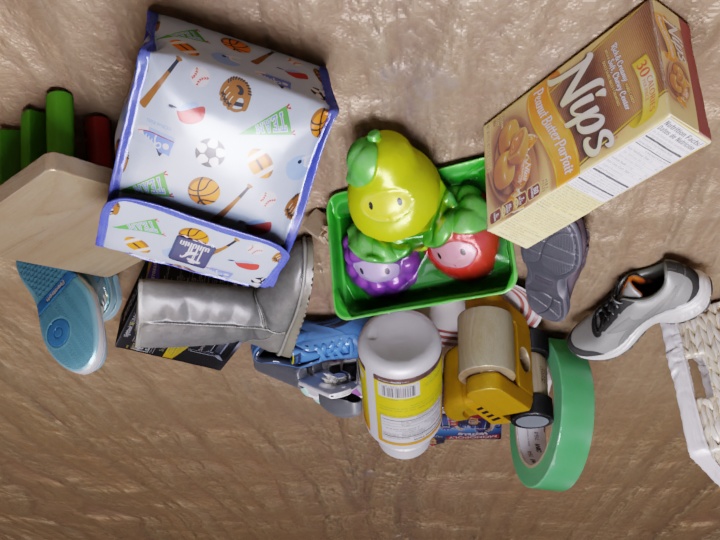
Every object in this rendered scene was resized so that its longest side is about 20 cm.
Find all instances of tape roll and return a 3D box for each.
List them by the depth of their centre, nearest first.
[{"bbox_3d":[0.258,0.196,1.170,0.047,0.205,0.201,7,151,-9],"label":"tape roll"}]

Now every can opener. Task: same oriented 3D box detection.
[{"bbox_3d":[-0.078,0.153,1.186,0.052,0.068,0.198,-16,-157,-40],"label":"can opener"}]

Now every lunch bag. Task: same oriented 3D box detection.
[{"bbox_3d":[-0.126,-0.085,0.725,0.166,0.125,0.203,15,119,-16],"label":"lunch bag"}]

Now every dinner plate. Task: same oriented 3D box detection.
[{"bbox_3d":[0.137,0.050,1.109,0.195,0.025,0.201,1,150,1],"label":"dinner plate"}]

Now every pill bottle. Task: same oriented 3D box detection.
[{"bbox_3d":[0.054,0.156,1.117,0.106,0.111,0.203,0,133,5],"label":"pill bottle"}]

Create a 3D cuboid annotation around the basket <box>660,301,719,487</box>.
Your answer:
[{"bbox_3d":[0.499,0.155,1.088,0.158,0.202,0.199,-21,143,30],"label":"basket"}]

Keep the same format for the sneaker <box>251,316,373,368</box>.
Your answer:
[{"bbox_3d":[-0.050,0.103,1.146,0.195,0.079,0.067,0,120,5],"label":"sneaker"}]

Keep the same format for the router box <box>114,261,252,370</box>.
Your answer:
[{"bbox_3d":[-0.227,0.059,1.125,0.154,0.053,0.200,16,148,-20],"label":"router box"}]

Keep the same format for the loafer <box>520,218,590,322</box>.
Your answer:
[{"bbox_3d":[0.222,-0.020,0.959,0.071,0.063,0.202,26,153,23],"label":"loafer"}]

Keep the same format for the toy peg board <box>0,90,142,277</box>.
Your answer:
[{"bbox_3d":[-0.282,-0.084,0.863,0.197,0.100,0.197,-21,158,34],"label":"toy peg board"}]

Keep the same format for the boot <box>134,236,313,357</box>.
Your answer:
[{"bbox_3d":[-0.161,0.027,0.999,0.195,0.073,0.185,12,119,-12],"label":"boot"}]

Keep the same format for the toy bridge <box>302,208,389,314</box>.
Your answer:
[{"bbox_3d":[0.000,0.000,0.992,0.067,0.027,0.200,36,172,37],"label":"toy bridge"}]

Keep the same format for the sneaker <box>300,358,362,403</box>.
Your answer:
[{"bbox_3d":[0.014,0.136,1.227,0.195,0.079,0.141,0,150,-16],"label":"sneaker"}]

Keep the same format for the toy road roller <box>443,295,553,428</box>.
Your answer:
[{"bbox_3d":[0.155,0.130,1.096,0.143,0.126,0.199,-16,146,30],"label":"toy road roller"}]

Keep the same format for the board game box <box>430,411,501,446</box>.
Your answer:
[{"bbox_3d":[0.130,0.230,1.386,0.195,0.063,0.201,-1,151,7],"label":"board game box"}]

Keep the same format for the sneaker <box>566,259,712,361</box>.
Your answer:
[{"bbox_3d":[0.326,0.044,1.043,0.078,0.075,0.200,28,136,-23],"label":"sneaker"}]

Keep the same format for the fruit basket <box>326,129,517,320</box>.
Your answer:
[{"bbox_3d":[0.050,-0.043,0.847,0.210,0.160,0.216,-5,167,-1],"label":"fruit basket"}]

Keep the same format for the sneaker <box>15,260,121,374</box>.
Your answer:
[{"bbox_3d":[-0.316,0.047,1.004,0.079,0.202,0.130,-37,149,7],"label":"sneaker"}]

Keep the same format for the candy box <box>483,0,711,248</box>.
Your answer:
[{"bbox_3d":[0.188,-0.116,0.718,0.054,0.118,0.199,19,147,-28],"label":"candy box"}]
